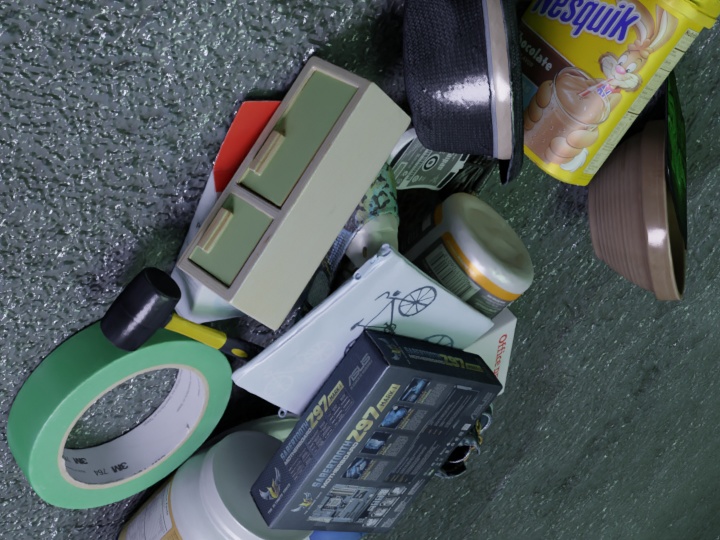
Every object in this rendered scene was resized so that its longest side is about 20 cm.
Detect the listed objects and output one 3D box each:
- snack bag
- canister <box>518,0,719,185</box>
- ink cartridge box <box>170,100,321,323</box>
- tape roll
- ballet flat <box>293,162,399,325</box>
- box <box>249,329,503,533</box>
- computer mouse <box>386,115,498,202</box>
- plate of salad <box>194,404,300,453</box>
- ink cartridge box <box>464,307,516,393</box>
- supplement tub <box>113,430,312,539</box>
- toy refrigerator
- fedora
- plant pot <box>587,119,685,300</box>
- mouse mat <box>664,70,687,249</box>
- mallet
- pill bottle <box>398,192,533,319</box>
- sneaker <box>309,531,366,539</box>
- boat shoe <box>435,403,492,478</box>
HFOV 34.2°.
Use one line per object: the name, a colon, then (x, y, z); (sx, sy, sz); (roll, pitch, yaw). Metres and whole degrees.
snack bag: (0.002, 0.069, 1.032); (0.188, 0.021, 0.200); (-39, 143, 14)
canister: (0.203, -0.194, 1.033); (0.086, 0.149, 0.200); (4, 127, -50)
ink cartridge box: (-0.063, -0.049, 0.999); (0.160, 0.047, 0.201); (-7, 135, -43)
tape roll: (-0.210, 0.124, 1.039); (0.200, 0.048, 0.201); (-29, 146, -22)
ballet flat: (0.000, 0.000, 1.025); (0.074, 0.074, 0.201); (-14, 137, -38)
box: (0.014, 0.153, 1.063); (0.157, 0.051, 0.200); (13, 119, -44)
computer mouse: (0.071, -0.112, 1.083); (0.110, 0.044, 0.200); (-51, 153, 22)
plate of salad: (-0.096, 0.201, 1.246); (0.199, 0.048, 0.201); (-11, 142, -9)
ink cartridge box: (0.067, 0.114, 1.300); (0.199, 0.086, 0.147); (-27, 145, -21)
supplement tub: (-0.143, 0.260, 1.145); (0.144, 0.145, 0.200); (0, 143, -48)
toy refrigerator: (-0.054, -0.063, 0.923); (0.201, 0.076, 0.070); (-57, 140, -2)
fedora: (0.080, -0.167, 0.952); (0.091, 0.201, 0.201); (-6, 144, 4)
plant pot: (0.308, -0.064, 1.311); (0.092, 0.202, 0.201); (-4, 156, 21)
mouse mat: (0.350, -0.132, 1.295); (0.007, 0.162, 0.200); (-3, 155, 21)
mallet: (-0.130, 0.063, 0.982); (0.066, 0.041, 0.200); (-41, 137, 12)
pill bottle: (0.062, 0.027, 1.140); (0.200, 0.117, 0.116); (-42, 151, 26)
sneaker: (-0.008, 0.251, 1.343); (0.070, 0.078, 0.200); (-17, -175, 28)
boat shoe: (0.100, 0.174, 1.237); (0.071, 0.091, 0.200); (-53, 148, 17)
